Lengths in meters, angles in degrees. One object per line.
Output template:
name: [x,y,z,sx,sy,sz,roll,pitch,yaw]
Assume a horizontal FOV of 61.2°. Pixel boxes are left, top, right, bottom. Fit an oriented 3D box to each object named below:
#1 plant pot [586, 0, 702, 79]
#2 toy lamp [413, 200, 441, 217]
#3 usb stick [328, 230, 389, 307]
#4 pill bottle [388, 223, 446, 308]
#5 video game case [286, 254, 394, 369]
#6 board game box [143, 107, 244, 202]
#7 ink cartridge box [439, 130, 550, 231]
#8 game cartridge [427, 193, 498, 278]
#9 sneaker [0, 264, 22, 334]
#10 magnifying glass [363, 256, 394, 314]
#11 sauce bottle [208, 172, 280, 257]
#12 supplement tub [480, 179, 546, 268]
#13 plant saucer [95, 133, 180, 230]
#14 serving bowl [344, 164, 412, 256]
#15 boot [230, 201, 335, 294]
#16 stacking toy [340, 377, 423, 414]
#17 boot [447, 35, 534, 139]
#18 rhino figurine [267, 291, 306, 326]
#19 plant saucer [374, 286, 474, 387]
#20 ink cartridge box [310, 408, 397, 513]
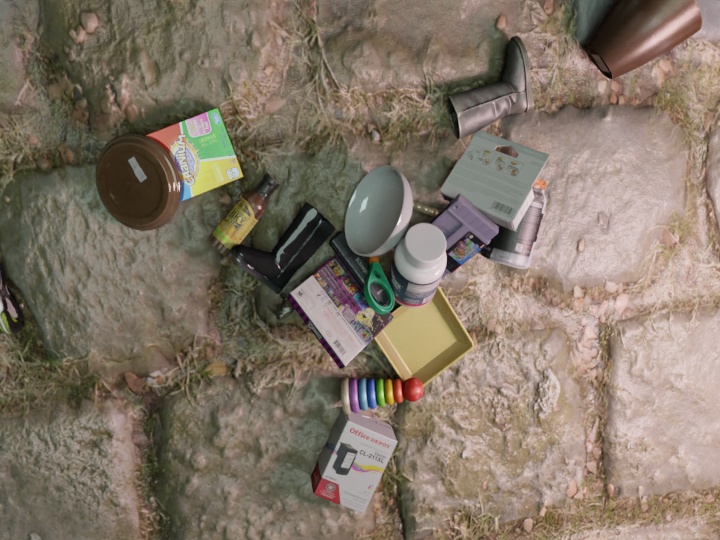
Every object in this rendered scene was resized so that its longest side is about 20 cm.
plant pot: [0.618,-0.538,1.368,0.199,0.188,0.187,-40,105,16]
toy lamp: [0.165,-0.139,1.415,0.194,0.058,0.060,19,98,-13]
usb stick: [0.000,0.000,1.380,0.032,0.055,0.202,-36,90,38]
pill bottle: [0.126,-0.012,1.334,0.115,0.202,0.123,2,62,-4]
video game case: [-0.042,0.084,1.364,0.180,0.036,0.202,-39,91,-34]
board game box: [-0.368,-0.240,1.311,0.195,0.040,0.157,-22,104,-5]
ink cartridge box: [0.302,-0.207,1.369,0.176,0.197,0.044,-56,147,-8]
game cartridge: [0.206,-0.071,1.389,0.129,0.039,0.200,39,131,-10]
sneaker: [-0.792,0.047,1.280,0.078,0.074,0.206,-16,102,-3]
magnifying glass: [0.035,0.003,1.370,0.078,0.205,0.022,18,140,-36]
sauce bottle: [-0.254,-0.126,1.342,0.064,0.065,0.202,38,91,-14]
supplement tub: [0.361,-0.117,1.419,0.119,0.123,0.207,12,99,-12]
plant saucer: [-0.473,-0.182,1.278,0.193,0.030,0.207,3,107,10]
serving bowl: [0.049,-0.124,1.340,0.065,0.199,0.205,18,99,-37]
boot: [-0.171,-0.069,1.352,0.200,0.066,0.164,-46,131,5]
stacking toy: [0.053,0.292,1.443,0.193,0.086,0.088,-5,102,6]
boot: [0.289,-0.415,1.384,0.193,0.073,0.188,-14,101,0]
rhino figurine: [-0.118,0.082,1.405,0.193,0.060,0.091,0,86,-11]
plant saucer: [0.147,0.159,1.474,0.198,0.048,0.203,-35,104,-2]
ink cartridge box: [-0.017,0.461,1.486,0.142,0.083,0.205,23,97,-12]
